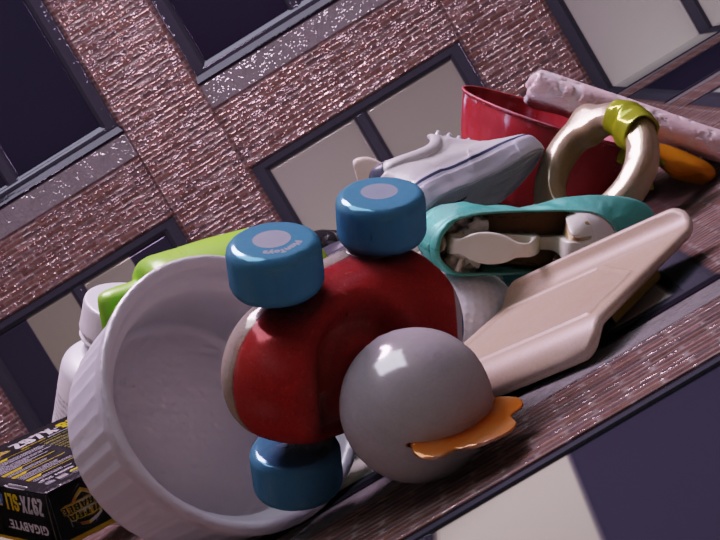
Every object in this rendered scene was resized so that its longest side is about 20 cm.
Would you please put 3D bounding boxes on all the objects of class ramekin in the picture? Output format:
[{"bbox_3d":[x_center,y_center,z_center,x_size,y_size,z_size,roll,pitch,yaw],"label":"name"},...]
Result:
[{"bbox_3d":[-0.109,0.100,1.203,0.200,0.201,0.098,-35,-2,-40],"label":"ramekin"}]

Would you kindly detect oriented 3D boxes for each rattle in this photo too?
[{"bbox_3d":[0.214,-0.038,1.499,0.130,0.143,0.201,9,73,34],"label":"rattle"}]

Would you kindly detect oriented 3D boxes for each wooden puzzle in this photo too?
[{"bbox_3d":[0.139,0.039,1.239,0.185,0.037,0.200,-27,11,40],"label":"wooden puzzle"}]

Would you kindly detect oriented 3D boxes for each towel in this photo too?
[{"bbox_3d":[0.252,-0.144,1.626,0.191,0.199,0.032,-66,-6,-85],"label":"towel"}]

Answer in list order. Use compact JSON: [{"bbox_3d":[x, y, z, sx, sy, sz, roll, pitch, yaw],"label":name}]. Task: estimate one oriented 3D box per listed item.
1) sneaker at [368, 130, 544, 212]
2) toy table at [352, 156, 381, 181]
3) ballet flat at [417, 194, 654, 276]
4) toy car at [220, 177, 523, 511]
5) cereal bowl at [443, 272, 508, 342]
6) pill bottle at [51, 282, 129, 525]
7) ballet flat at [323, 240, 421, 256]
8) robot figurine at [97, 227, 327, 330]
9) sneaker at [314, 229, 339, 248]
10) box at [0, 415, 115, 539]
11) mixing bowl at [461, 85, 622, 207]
[{"bbox_3d":[0.086,-0.092,1.470,0.200,0.071,0.073,-21,-29,-50],"label":"sneaker"},{"bbox_3d":[0.070,-0.031,1.618,0.116,0.185,0.200,-15,-7,0],"label":"toy table"},{"bbox_3d":[0.144,-0.021,1.371,0.199,0.068,0.070,-2,21,-3],"label":"ballet flat"},{"bbox_3d":[0.032,0.068,1.074,0.176,0.185,0.199,-25,34,-36],"label":"toy car"},{"bbox_3d":[0.034,0.055,1.419,0.199,0.084,0.200,-32,4,3],"label":"cereal bowl"},{"bbox_3d":[-0.221,0.120,1.561,0.114,0.201,0.114,10,21,-4],"label":"pill bottle"},{"bbox_3d":[0.000,0.000,1.502,0.199,0.073,0.073,-24,7,26],"label":"ballet flat"},{"bbox_3d":[-0.105,0.030,1.366,0.199,0.116,0.175,-17,17,-23],"label":"robot figurine"},{"bbox_3d":[-0.028,0.011,1.653,0.099,0.070,0.200,-23,-18,1],"label":"sneaker"},{"bbox_3d":[-0.200,0.147,1.325,0.199,0.050,0.159,-24,14,-41],"label":"box"},{"bbox_3d":[0.182,-0.107,1.738,0.200,0.199,0.109,-53,-20,-78],"label":"mixing bowl"}]
